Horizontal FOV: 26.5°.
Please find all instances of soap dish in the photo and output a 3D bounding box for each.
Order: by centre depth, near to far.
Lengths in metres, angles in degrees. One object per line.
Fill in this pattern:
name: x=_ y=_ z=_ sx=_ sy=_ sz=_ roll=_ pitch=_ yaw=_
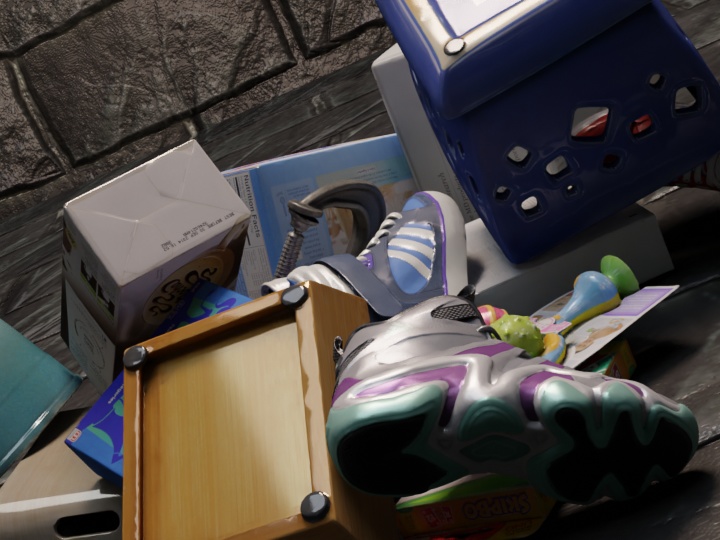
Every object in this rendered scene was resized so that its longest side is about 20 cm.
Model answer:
soap dish: x=-0.064 y=0.108 z=0.875 sx=0.156 sy=0.081 sz=0.201 roll=-20 pitch=48 yaw=14

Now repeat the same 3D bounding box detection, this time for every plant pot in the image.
plant pot: x=0.131 y=-0.161 z=1.118 sx=0.199 sy=0.180 sz=0.201 roll=-30 pitch=43 yaw=6
plant pot: x=-0.355 y=0.097 z=1.210 sx=0.200 sy=0.188 sz=0.200 roll=-46 pitch=7 yaw=7

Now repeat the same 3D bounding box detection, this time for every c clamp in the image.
c clamp: x=-0.047 y=0.021 z=1.165 sx=0.027 sy=0.202 sz=0.170 roll=25 pitch=6 yaw=36

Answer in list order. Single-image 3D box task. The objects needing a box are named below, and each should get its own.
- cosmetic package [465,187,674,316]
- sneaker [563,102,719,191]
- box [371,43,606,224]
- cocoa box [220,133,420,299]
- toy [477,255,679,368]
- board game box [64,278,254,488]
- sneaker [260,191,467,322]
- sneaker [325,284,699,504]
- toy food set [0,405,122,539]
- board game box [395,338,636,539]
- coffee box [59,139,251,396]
cosmetic package: x=0.143 y=-0.013 z=1.204 sx=0.150 sy=0.052 sz=0.200 roll=-26 pitch=14 yaw=0
sneaker: x=0.256 y=-0.083 z=1.153 sx=0.198 sy=0.072 sz=0.113 roll=-1 pitch=18 yaw=2
box: x=0.133 y=-0.145 z=1.393 sx=0.130 sy=0.201 sz=0.199 roll=-13 pitch=18 yaw=31
cocoa box: x=-0.048 y=-0.036 z=1.351 sx=0.131 sy=0.135 sz=0.199 roll=-9 pitch=5 yaw=45
toy: x=0.095 y=0.045 z=0.982 sx=0.199 sy=0.048 sz=0.115 roll=-29 pitch=12 yaw=-24
board game box: x=-0.087 y=0.095 z=1.006 sx=0.199 sy=0.045 sz=0.152 roll=18 pitch=64 yaw=47
sneaker: x=0.000 y=0.000 z=1.129 sx=0.145 sy=0.081 sz=0.201 roll=9 pitch=39 yaw=-11
sneaker: x=0.079 y=0.055 z=0.844 sx=0.198 sy=0.078 sz=0.140 roll=4 pitch=35 yaw=-6
toy food set: x=-0.176 y=0.152 z=1.144 sx=0.142 sy=0.061 sz=0.200 roll=-9 pitch=18 yaw=10
board game box: x=0.093 y=0.104 z=0.921 sx=0.095 sy=0.030 sz=0.200 roll=-16 pitch=19 yaw=32
coffee box: x=-0.158 y=0.007 z=1.143 sx=0.113 sy=0.080 sz=0.200 roll=-30 pitch=-20 yaw=-26
